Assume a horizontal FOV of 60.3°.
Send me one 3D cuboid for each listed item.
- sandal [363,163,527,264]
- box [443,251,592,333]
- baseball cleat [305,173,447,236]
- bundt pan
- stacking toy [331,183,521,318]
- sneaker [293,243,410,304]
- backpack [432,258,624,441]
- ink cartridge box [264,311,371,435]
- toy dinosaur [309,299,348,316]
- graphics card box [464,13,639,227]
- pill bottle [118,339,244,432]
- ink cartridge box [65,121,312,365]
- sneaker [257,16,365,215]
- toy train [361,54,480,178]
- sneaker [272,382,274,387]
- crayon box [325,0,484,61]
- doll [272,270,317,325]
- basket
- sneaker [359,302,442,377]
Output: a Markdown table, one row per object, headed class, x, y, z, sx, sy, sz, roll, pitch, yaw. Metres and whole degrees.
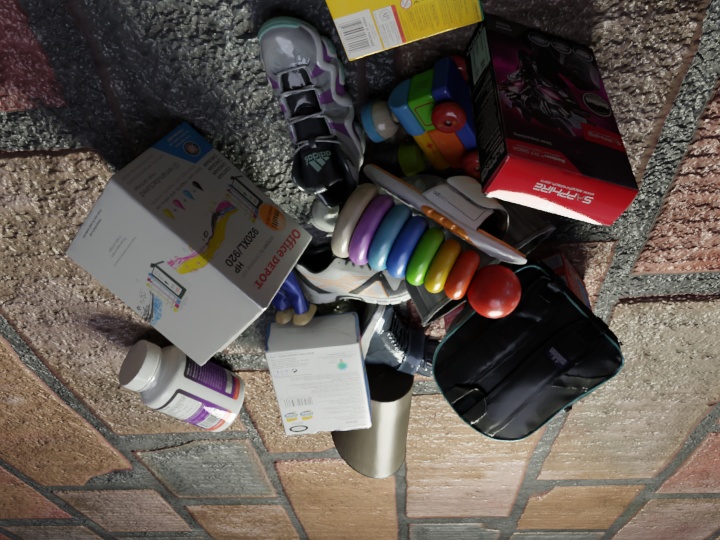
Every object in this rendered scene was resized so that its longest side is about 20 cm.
| class | x | y | z | sx | sy | sz | roll | pitch | yaw |
| --- | --- | --- | --- | --- | --- | --- | --- | --- | --- |
| sandal | 0.091 | -0.078 | 0.648 | 0.059 | 0.206 | 0.079 | -58 | 156 | 6 |
| box | 0.231 | 0.069 | 0.914 | 0.199 | 0.103 | 0.095 | -25 | 135 | 28 |
| baseball cleat | 0.031 | -0.079 | 0.767 | 0.199 | 0.070 | 0.106 | -1 | 178 | -18 |
| bundt pan | 0.136 | -0.020 | 0.763 | 0.201 | 0.076 | 0.202 | -34 | 167 | -9 |
| stacking toy | 0.072 | -0.012 | 0.646 | 0.199 | 0.086 | 0.086 | 28 | 143 | 10 |
| sneaker | 0.000 | 0.000 | 0.853 | 0.199 | 0.074 | 0.080 | -6 | 140 | 8 |
| backpack | 0.192 | 0.103 | 0.773 | 0.200 | 0.153 | 0.176 | -45 | 88 | 7 |
| ink cartridge box | -0.057 | 0.168 | 0.924 | 0.135 | 0.077 | 0.201 | -6 | 121 | 3 |
| toy dinosaur | -0.079 | 0.066 | 0.965 | 0.088 | 0.048 | 0.200 | 10 | 145 | -22 |
| graphics card box | 0.166 | -0.141 | 0.563 | 0.125 | 0.201 | 0.051 | 12 | 141 | -13 |
| pill bottle | -0.311 | 0.199 | 1.083 | 0.111 | 0.112 | 0.200 | -28 | 134 | 32 |
| ink cartridge box | -0.188 | -0.029 | 0.705 | 0.200 | 0.147 | 0.145 | 42 | 129 | -12 |
| sneaker | -0.044 | -0.138 | 0.619 | 0.077 | 0.141 | 0.200 | -14 | 140 | 19 |
| toy train | 0.095 | -0.130 | 0.683 | 0.115 | 0.085 | 0.200 | -11 | 142 | 32 |
| sneaker | -0.086 | 0.162 | 1.028 | 0.111 | 0.078 | 0.200 | 11 | 157 | 5 |
| crayon box | 0.014 | -0.268 | 0.458 | 0.118 | 0.059 | 0.200 | -11 | 141 | 15 |
| doll | -0.128 | -0.016 | 0.823 | 0.136 | 0.049 | 0.201 | -1 | 129 | 44 |
| basket | 0.025 | 0.241 | 1.098 | 0.135 | 0.181 | 0.201 | -15 | 141 | -21 |
| sneaker | 0.070 | 0.101 | 0.965 | 0.145 | 0.077 | 0.203 | 14 | 151 | 1 |
